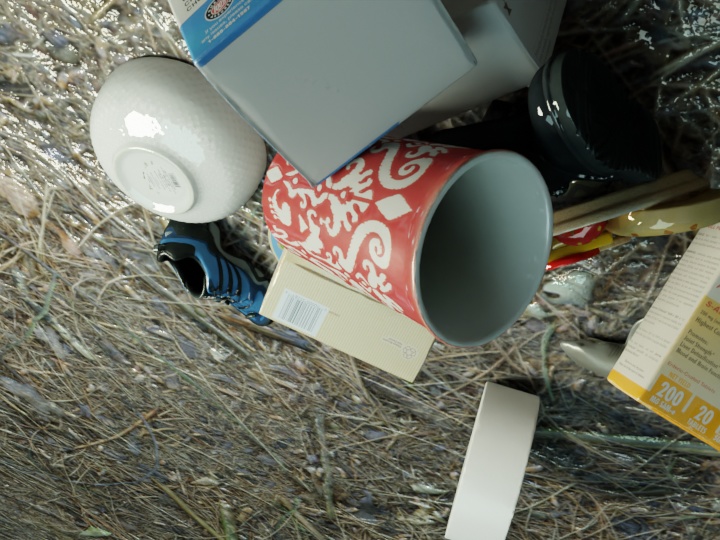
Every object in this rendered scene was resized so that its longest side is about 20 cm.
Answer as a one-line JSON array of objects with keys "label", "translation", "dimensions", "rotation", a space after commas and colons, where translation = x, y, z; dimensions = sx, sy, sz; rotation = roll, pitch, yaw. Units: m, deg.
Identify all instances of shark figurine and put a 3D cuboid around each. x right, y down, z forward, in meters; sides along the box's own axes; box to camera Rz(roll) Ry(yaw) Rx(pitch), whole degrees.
[{"label": "shark figurine", "translation": [0.331, 0.103, 0.948], "dimensions": [0.128, 0.090, 0.214], "rotation": [38, 142, -21]}]

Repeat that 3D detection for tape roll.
[{"label": "tape roll", "translation": [0.165, 0.244, 1.107], "dimensions": [0.070, 0.203, 0.203], "rotation": [15, 142, 10]}]

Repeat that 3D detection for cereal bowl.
[{"label": "cereal bowl", "translation": [-0.206, -0.123, 0.954], "dimensions": [0.199, 0.084, 0.201], "rotation": [15, 141, 12]}]

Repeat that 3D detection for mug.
[{"label": "mug", "translation": [0.033, -0.025, 0.673], "dimensions": [0.199, 0.134, 0.178], "rotation": [23, 157, 47]}]

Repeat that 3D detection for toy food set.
[{"label": "toy food set", "translation": [0.212, -0.041, 0.776], "dimensions": [0.199, 0.198, 0.049], "rotation": [-18, 90, 11]}]

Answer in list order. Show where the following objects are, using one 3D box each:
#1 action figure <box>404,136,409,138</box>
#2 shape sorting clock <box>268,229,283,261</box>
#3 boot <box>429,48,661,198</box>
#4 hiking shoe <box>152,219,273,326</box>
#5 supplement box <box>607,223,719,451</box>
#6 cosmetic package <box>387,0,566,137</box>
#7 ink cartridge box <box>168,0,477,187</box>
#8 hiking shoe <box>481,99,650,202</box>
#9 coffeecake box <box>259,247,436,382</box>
[{"label": "action figure", "translation": [0.049, -0.086, 0.860], "dimensions": [0.065, 0.099, 0.200], "rotation": [-24, 120, 40]}, {"label": "shape sorting clock", "translation": [-0.014, -0.012, 1.024], "dimensions": [0.199, 0.039, 0.201], "rotation": [14, 141, 12]}, {"label": "boot", "translation": [0.119, -0.094, 0.671], "dimensions": [0.167, 0.077, 0.200], "rotation": [-8, 170, 33]}, {"label": "hiking shoe", "translation": [-0.180, 0.014, 1.099], "dimensions": [0.074, 0.087, 0.200], "rotation": [-14, 129, 38]}, {"label": "supplement box", "translation": [0.335, 0.052, 0.797], "dimensions": [0.126, 0.201, 0.074], "rotation": [30, -176, -11]}, {"label": "cosmetic package", "translation": [0.058, -0.182, 0.726], "dimensions": [0.199, 0.113, 0.081], "rotation": [-13, 131, 40]}, {"label": "ink cartridge box", "translation": [-0.043, -0.199, 0.629], "dimensions": [0.147, 0.201, 0.145], "rotation": [-36, 138, 11]}, {"label": "hiking shoe", "translation": [0.156, -0.110, 0.789], "dimensions": [0.101, 0.076, 0.199], "rotation": [40, 140, -26]}, {"label": "coffeecake box", "translation": [0.000, 0.000, 0.857], "dimensions": [0.153, 0.200, 0.073], "rotation": [24, 114, -6]}]
